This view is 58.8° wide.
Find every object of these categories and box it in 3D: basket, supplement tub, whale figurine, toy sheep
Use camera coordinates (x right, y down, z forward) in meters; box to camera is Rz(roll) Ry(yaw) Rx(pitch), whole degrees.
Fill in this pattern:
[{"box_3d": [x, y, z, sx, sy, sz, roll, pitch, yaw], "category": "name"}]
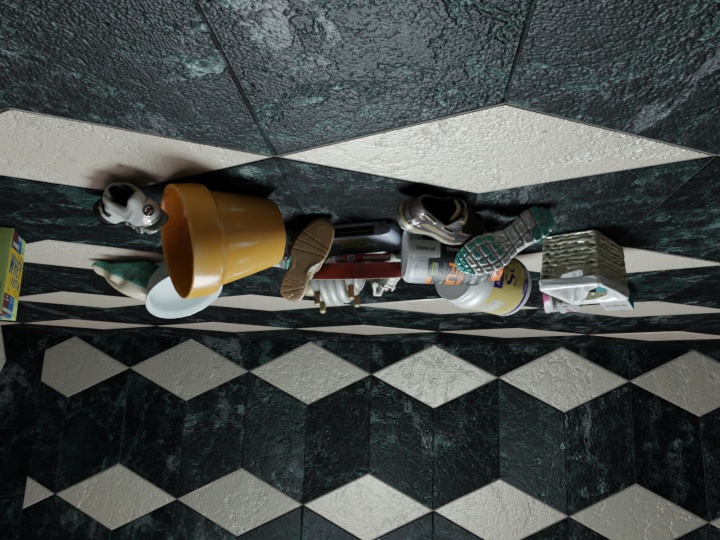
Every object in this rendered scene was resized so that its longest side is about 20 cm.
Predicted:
[{"box_3d": [0.489, -0.004, 1.395, 0.135, 0.124, 0.200, -8, 163, 38], "category": "basket"}, {"box_3d": [0.285, 0.024, 1.494, 0.200, 0.146, 0.145, 12, 164, -38], "category": "supplement tub"}, {"box_3d": [0.188, -0.031, 1.319, 0.199, 0.123, 0.123, 2, 167, -4], "category": "supplement tub"}, {"box_3d": [-0.620, 0.010, 1.725, 0.200, 0.104, 0.159, 24, 174, 17], "category": "whale figurine"}, {"box_3d": [-0.055, 0.027, 1.592, 0.199, 0.138, 0.138, -9, 165, 9], "category": "toy sheep"}]

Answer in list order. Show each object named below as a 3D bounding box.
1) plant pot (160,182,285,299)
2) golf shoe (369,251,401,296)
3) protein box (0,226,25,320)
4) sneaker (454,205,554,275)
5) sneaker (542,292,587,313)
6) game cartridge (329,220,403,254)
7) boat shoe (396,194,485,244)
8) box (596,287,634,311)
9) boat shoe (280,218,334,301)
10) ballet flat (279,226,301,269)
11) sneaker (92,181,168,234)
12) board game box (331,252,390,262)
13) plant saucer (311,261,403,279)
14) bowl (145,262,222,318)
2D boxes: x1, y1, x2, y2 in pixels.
[{"box_3d": [-0.242, -0.061, 1.151, 0.183, 0.201, 0.200, -9, 174, -30], "category": "plant pot"}, {"box_3d": [0.083, 0.007, 1.582, 0.077, 0.088, 0.200, 8, 164, -20], "category": "golf shoe"}, {"box_3d": [-0.893, 0.003, 1.450, 0.199, 0.199, 0.135, 5, 167, -15], "category": "protein box"}, {"box_3d": [0.274, -0.050, 1.226, 0.200, 0.078, 0.091, -27, 176, 4], "category": "sneaker"}, {"box_3d": [0.598, 0.081, 1.868, 0.088, 0.082, 0.200, -11, 170, 41], "category": "sneaker"}, {"box_3d": [-0.007, -0.068, 1.385, 0.199, 0.041, 0.133, -3, 170, 21], "category": "game cartridge"}, {"box_3d": [0.160, -0.094, 1.162, 0.199, 0.075, 0.073, 4, 163, -35], "category": "boat shoe"}, {"box_3d": [0.749, 0.079, 1.878, 0.082, 0.049, 0.200, -5, 165, 27], "category": "box"}, {"box_3d": [-0.108, -0.030, 1.338, 0.072, 0.200, 0.072, 24, -154, -1], "category": "boat shoe"}, {"box_3d": [-0.169, -0.056, 1.426, 0.072, 0.072, 0.200, 4, 167, -10], "category": "ballet flat"}, {"box_3d": [-0.427, -0.125, 1.138, 0.200, 0.074, 0.089, 10, 145, 39], "category": "sneaker"}, {"box_3d": [-0.002, -0.028, 1.456, 0.103, 0.020, 0.200, -1, 180, -10], "category": "board game box"}, {"box_3d": [0.000, 0.000, 1.404, 0.199, 0.037, 0.200, -2, -179, -41], "category": "plant saucer"}, {"box_3d": [-0.470, 0.029, 1.667, 0.201, 0.091, 0.201, -22, 151, -13], "category": "bowl"}]
